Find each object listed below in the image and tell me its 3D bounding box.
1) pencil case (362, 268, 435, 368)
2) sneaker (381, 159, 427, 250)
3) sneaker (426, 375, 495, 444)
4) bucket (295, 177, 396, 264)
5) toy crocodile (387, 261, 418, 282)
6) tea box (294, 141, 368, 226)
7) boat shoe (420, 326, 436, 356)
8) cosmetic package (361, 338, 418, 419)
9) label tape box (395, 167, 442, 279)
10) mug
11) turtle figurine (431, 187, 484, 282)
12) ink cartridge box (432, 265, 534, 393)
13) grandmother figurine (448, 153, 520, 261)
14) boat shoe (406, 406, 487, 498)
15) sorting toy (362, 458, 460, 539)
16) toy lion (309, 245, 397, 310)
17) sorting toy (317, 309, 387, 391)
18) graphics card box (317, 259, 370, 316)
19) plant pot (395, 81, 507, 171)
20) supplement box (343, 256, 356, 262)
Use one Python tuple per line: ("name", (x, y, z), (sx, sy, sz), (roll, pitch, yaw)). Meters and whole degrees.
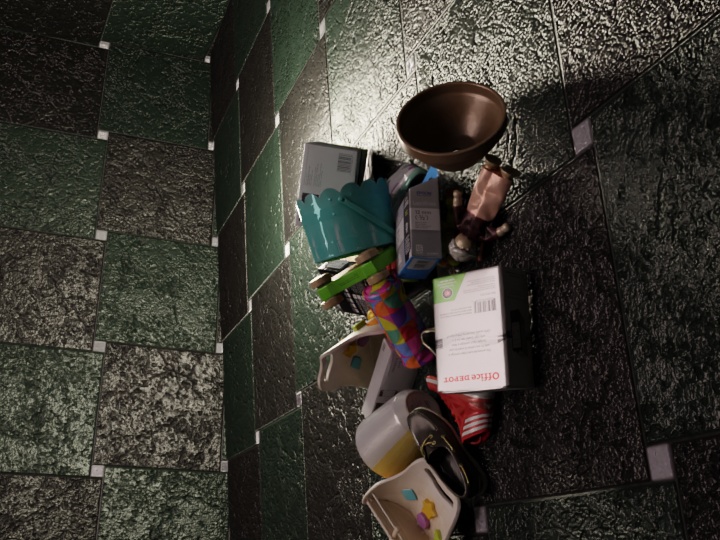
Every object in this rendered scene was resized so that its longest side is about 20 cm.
("pencil case", (0.082, 0.100, 1.707), (0.200, 0.088, 0.088), (62, 168, -21))
("sneaker", (0.085, -0.146, 1.857), (0.200, 0.078, 0.140), (-63, 25, 18))
("sneaker", (0.176, 0.257, 1.566), (0.200, 0.078, 0.116), (180, 94, -70))
("bucket", (-0.023, -0.099, 1.734), (0.207, 0.207, 0.135), (-17, 88, 67))
("toy crocodile", (0.080, -0.007, 1.861), (0.200, 0.062, 0.068), (174, 94, -68))
("tea box", (-0.068, -0.206, 2.076), (0.197, 0.133, 0.200), (-57, -24, -77))
("boat shoe", (0.177, 0.154, 1.586), (0.200, 0.068, 0.075), (-153, 68, -67))
("cosmetic package", (0.070, 0.240, 1.833), (0.051, 0.082, 0.200), (-122, 40, -52))
("label tape box", (0.108, -0.098, 1.623), (0.143, 0.066, 0.200), (117, 152, -71))
("mug", (0.105, 0.326, 1.706), (0.153, 0.186, 0.149), (-55, 4, 39))
("turtle figurine", (0.167, -0.068, 1.646), (0.200, 0.064, 0.161), (129, 139, -57))
("ink cartridge box", (0.205, 0.105, 1.435), (0.145, 0.084, 0.200), (-13, 74, 42))
("grandmother figurine", (0.214, -0.098, 1.512), (0.121, 0.061, 0.200), (42, 123, 28))
("boat shoe", (0.148, 0.329, 1.551), (0.201, 0.061, 0.072), (47, 118, 29))
("sorting toy", (0.120, 0.453, 1.605), (0.200, 0.107, 0.180), (52, 133, 34))
("toy lion", (0.000, 0.000, 1.740), (0.200, 0.192, 0.069), (-28, 93, 33))
("sorting toy", (-0.015, 0.185, 1.851), (0.107, 0.180, 0.200), (42, 142, 32))
("graphics card box", (0.001, 0.043, 1.923), (0.200, 0.051, 0.126), (7, 131, 50))
("plant pot", (0.170, -0.247, 1.547), (0.093, 0.201, 0.201), (70, -179, -48))
("supplement box", (0.007, -0.023, 2.038), (0.200, 0.073, 0.126), (116, 150, -45))
